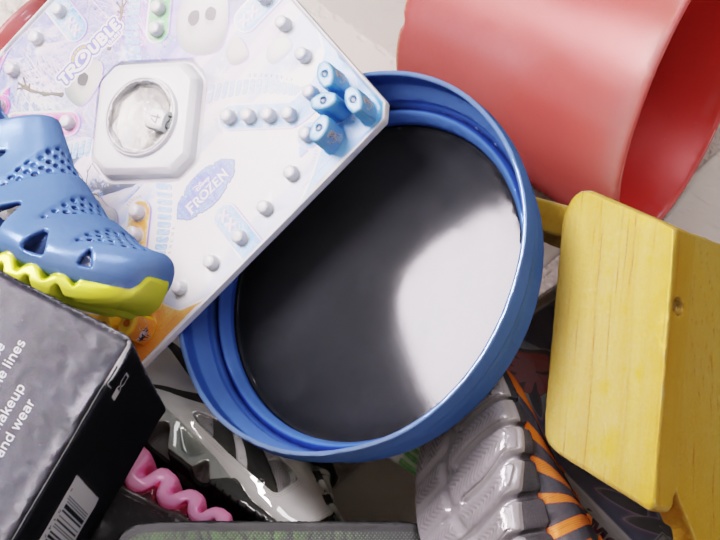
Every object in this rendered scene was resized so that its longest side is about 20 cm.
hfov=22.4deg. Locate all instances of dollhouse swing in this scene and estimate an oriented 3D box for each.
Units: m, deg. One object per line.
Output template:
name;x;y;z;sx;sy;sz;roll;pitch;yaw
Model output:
dollhouse swing;0.142;0.050;0.942;0.199;0.175;0.184;16;77;-46

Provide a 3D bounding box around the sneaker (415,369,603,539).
sneaker;0.096;0.137;0.867;0.111;0.078;0.201;16;46;-31

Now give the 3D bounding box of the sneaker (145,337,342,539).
sneaker;-0.044;0.098;0.943;0.200;0.074;0.088;38;65;19

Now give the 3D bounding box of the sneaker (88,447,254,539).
sneaker;-0.115;0.145;0.906;0.199;0.079;0.095;35;69;20

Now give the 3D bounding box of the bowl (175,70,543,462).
bowl;0.000;0.000;0.899;0.199;0.039;0.202;-13;64;27

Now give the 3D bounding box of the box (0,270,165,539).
box;-0.226;0.087;0.839;0.199;0.118;0.198;27;75;11

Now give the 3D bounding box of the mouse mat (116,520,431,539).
mouse mat;-0.035;0.215;0.839;0.159;0.008;0.202;1;73;-13

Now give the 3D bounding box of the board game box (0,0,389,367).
board game box;-0.114;-0.080;0.940;0.200;0.026;0.200;-45;65;9

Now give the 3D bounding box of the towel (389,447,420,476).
towel;0.067;0.062;1.003;0.199;0.023;0.153;36;48;-11

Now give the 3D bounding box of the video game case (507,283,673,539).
video game case;0.153;0.084;0.988;0.182;0.023;0.200;45;35;12

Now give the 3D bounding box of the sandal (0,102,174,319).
sandal;-0.171;-0.039;0.899;0.199;0.079;0.088;26;89;26

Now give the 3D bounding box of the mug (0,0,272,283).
mug;-0.116;-0.068;1.025;0.200;0.178;0.133;38;57;15

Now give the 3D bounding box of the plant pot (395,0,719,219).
plant pot;0.131;-0.142;1.150;0.176;0.202;0.200;25;46;22
